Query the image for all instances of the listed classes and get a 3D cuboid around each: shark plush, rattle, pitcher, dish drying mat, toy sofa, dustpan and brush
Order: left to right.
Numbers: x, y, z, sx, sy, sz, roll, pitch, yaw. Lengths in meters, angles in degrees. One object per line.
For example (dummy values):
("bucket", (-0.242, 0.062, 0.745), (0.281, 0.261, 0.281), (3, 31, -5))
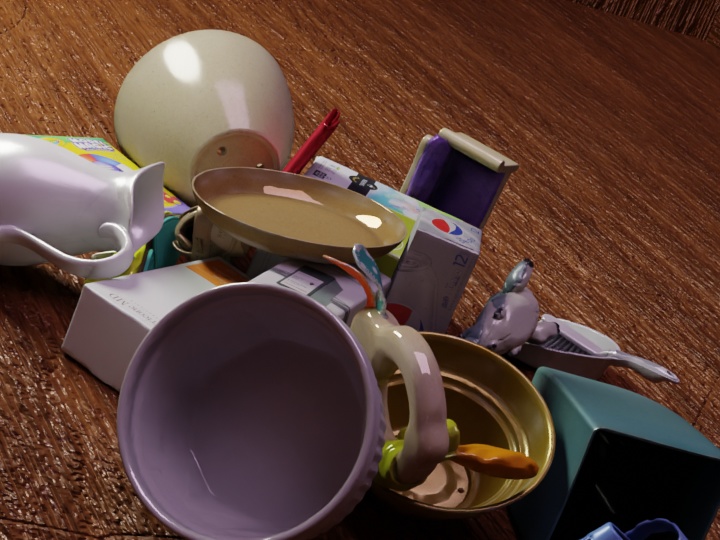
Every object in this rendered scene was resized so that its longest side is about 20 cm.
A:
("pitcher", (-0.291, -0.050, 1.548), (0.200, 0.121, 0.172), (7, 28, 3))
("dish drying mat", (-0.087, -0.081, 1.760), (0.018, 0.200, 0.077), (39, 19, -5))
("rattle", (0.058, 0.071, 1.368), (0.143, 0.130, 0.200), (-9, 62, -11))
("toy sofa", (0.084, -0.049, 1.852), (0.083, 0.200, 0.098), (32, 16, 21))
("shark plush", (0.137, 0.075, 1.809), (0.091, 0.083, 0.200), (58, 42, -21))
("dustpan and brush", (0.256, 0.092, 1.876), (0.200, 0.057, 0.140), (31, 22, 23))

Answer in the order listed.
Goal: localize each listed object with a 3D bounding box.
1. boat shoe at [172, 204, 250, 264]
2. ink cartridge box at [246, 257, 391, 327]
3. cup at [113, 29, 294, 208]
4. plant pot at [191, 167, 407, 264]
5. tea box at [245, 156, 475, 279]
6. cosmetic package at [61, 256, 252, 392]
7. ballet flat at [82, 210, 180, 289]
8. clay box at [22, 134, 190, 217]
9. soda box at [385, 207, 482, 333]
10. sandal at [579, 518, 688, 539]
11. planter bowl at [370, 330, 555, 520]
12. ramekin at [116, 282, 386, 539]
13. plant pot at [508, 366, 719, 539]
("boat shoe", (-0.151, -0.040, 1.675), (0.064, 0.071, 0.200), (11, -12, -13))
("ink cartridge box", (-0.065, 0.074, 1.471), (0.084, 0.146, 0.200), (28, 22, 12))
("cup", (-0.153, -0.139, 1.835), (0.200, 0.200, 0.143), (11, 27, -28))
("plant pot", (-0.057, -0.047, 1.543), (0.200, 0.028, 0.200), (14, 18, -4))
("tea box", (0.000, 0.000, 1.734), (0.197, 0.134, 0.200), (25, 20, 1))
("cosmetic package", (-0.160, 0.051, 1.532), (0.101, 0.071, 0.200), (32, 23, 23))
("ballet flat", (-0.222, -0.013, 1.646), (0.067, 0.067, 0.200), (5, 21, 5))
("clay box", (-0.279, -0.090, 1.791), (0.200, 0.048, 0.115), (38, 25, 33))
("soda box", (0.046, 0.048, 1.569), (0.063, 0.200, 0.068), (22, 22, -2))
("sandal", (0.192, 0.241, 1.399), (0.200, 0.087, 0.080), (4, 28, -24))
("planter bowl", (0.059, 0.152, 1.456), (0.200, 0.084, 0.201), (8, 42, -8))
("ramekin", (-0.073, 0.117, 1.289), (0.200, 0.200, 0.105), (30, -4, 20))
("plant pot", (0.214, 0.174, 1.530), (0.141, 0.141, 0.200), (16, 17, -18))
